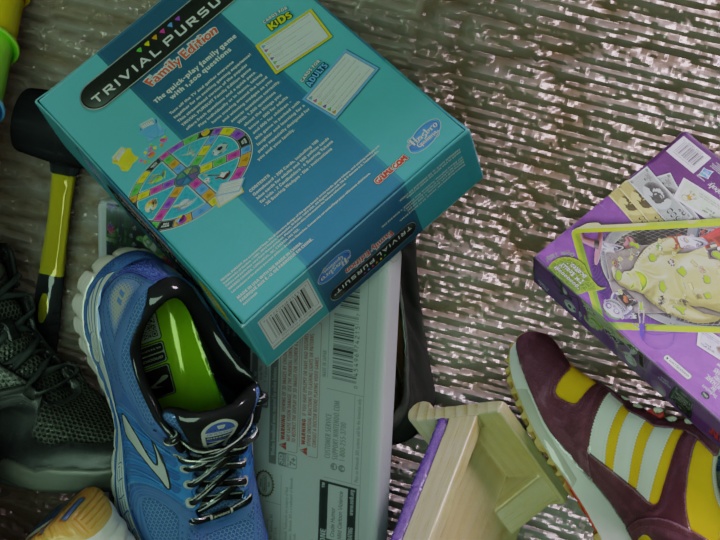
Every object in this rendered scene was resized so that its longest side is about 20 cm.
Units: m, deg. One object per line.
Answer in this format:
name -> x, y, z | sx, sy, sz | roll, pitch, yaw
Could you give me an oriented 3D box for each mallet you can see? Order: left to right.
mallet -> -0.171, -0.004, 0.972 | 0.065, 0.041, 0.203 | 4, 99, 12

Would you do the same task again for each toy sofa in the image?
toy sofa -> 0.028, 0.170, 0.865 | 0.097, 0.201, 0.083 | -10, 131, 38

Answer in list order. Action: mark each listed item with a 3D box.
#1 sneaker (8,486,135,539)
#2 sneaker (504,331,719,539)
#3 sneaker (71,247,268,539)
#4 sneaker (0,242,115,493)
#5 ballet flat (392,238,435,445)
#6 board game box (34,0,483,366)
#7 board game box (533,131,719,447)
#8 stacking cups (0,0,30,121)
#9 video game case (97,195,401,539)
sneaker -> -0.178, 0.194, 0.913 | 0.088, 0.075, 0.199 | 51, 138, -6
sneaker -> 0.153, 0.100, 0.882 | 0.090, 0.075, 0.201 | -35, 57, 9
sneaker -> -0.090, 0.089, 0.860 | 0.078, 0.089, 0.202 | -25, 108, -25
sneaker -> -0.198, 0.050, 0.930 | 0.198, 0.076, 0.116 | 22, 116, 27
ballet flat -> 0.000, 0.000, 0.924 | 0.067, 0.068, 0.203 | -14, 92, 23
board game box -> -0.056, -0.069, 0.876 | 0.151, 0.047, 0.200 | -40, 58, -9
board game box -> 0.200, 0.025, 0.859 | 0.120, 0.032, 0.200 | -35, 62, -21
stacking cups -> -0.223, -0.074, 0.919 | 0.060, 0.061, 0.203 | -1, 68, 8
video game case -> -0.066, 0.069, 0.922 | 0.180, 0.023, 0.203 | 11, 110, 23
